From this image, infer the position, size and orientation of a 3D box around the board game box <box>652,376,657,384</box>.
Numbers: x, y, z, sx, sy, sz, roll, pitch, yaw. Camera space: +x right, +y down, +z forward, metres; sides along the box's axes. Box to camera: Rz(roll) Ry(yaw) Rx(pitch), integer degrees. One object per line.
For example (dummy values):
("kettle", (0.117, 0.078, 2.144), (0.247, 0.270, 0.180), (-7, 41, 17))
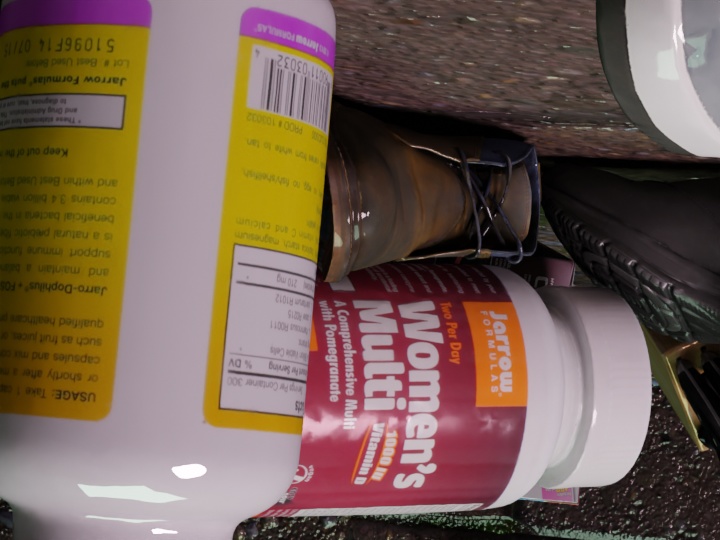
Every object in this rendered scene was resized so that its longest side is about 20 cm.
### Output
("board game box", (0.207, 0.062, 1.777), (0.146, 0.065, 0.200), (4, 176, 15))

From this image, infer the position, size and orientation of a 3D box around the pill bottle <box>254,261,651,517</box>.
("pill bottle", (0.021, 0.051, 0.879), (0.198, 0.111, 0.109), (1, 177, -22))

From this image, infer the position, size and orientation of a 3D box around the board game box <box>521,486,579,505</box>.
("board game box", (0.234, 0.218, 2.771), (0.152, 0.202, 0.040), (6, 175, -3))

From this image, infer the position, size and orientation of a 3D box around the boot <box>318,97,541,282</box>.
("boot", (0.029, -0.037, 0.811), (0.096, 0.075, 0.200), (-4, -175, 2))

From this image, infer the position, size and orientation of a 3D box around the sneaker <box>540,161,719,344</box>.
("sneaker", (0.172, -0.009, 0.898), (0.199, 0.091, 0.076), (28, 167, 26))

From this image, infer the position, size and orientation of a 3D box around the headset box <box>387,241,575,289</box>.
("headset box", (0.001, 0.002, 1.000), (0.198, 0.076, 0.149), (7, -168, -25))

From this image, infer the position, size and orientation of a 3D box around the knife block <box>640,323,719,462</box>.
("knife block", (0.169, 0.043, 0.989), (0.199, 0.064, 0.176), (1, -143, 40))

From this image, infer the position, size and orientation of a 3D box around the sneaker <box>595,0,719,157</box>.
("sneaker", (0.140, -0.047, 0.401), (0.120, 0.084, 0.199), (8, -174, 36))

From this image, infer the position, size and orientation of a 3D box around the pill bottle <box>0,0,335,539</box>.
("pill bottle", (-0.066, 0.009, 0.604), (0.103, 0.202, 0.104), (5, 175, 0))
